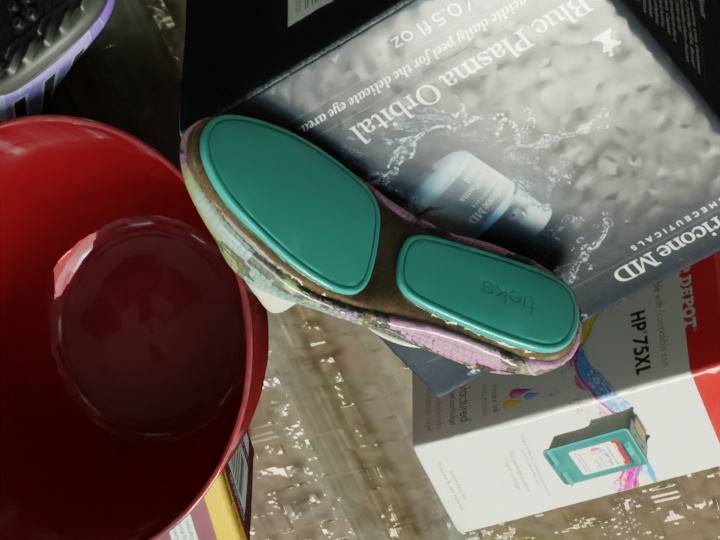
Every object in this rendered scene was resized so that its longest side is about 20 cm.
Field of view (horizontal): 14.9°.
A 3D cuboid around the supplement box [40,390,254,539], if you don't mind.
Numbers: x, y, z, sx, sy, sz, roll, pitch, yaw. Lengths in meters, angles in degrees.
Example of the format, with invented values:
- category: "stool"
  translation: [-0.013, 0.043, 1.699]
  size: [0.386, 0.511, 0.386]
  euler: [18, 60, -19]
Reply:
- category: "supplement box"
  translation: [-0.162, 0.093, 1.397]
  size: [0.199, 0.086, 0.111]
  euler: [-8, 127, 7]

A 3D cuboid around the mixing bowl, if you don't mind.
- category: "mixing bowl"
  translation: [-0.117, 0.030, 1.265]
  size: [0.199, 0.108, 0.202]
  euler: [1, 93, 23]

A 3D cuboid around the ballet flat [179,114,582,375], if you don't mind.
- category: "ballet flat"
  translation: [0.000, 0.000, 1.182]
  size: [0.199, 0.069, 0.071]
  euler: [24, 149, -20]

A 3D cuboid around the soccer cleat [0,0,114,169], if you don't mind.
- category: "soccer cleat"
  translation: [-0.174, -0.080, 1.271]
  size: [0.200, 0.068, 0.073]
  euler: [-38, 144, 25]

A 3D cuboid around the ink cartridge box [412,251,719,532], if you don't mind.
- category: "ink cartridge box"
  translation: [0.128, 0.042, 1.331]
  size: [0.199, 0.117, 0.067]
  euler: [-17, 129, 14]

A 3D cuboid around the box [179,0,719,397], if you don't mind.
- category: "box"
  translation: [0.056, -0.078, 1.226]
  size: [0.196, 0.118, 0.200]
  euler: [-29, 126, 24]
